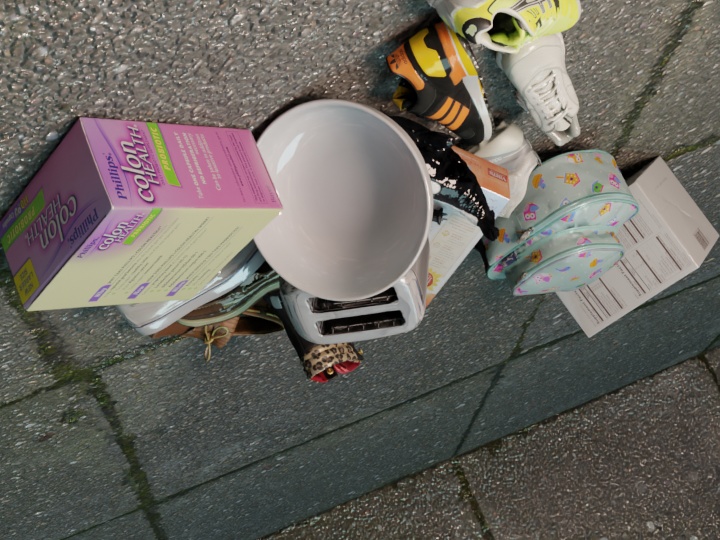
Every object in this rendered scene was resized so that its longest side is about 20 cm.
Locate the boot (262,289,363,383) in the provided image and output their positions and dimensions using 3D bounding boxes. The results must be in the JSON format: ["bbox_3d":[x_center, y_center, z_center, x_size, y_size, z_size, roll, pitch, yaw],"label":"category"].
[{"bbox_3d":[-0.048,0.062,1.505,0.073,0.151,0.200,-34,165,19],"label":"boot"}]

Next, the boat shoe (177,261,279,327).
[{"bbox_3d":[-0.136,-0.004,1.386,0.201,0.075,0.075,-25,142,-7],"label":"boat shoe"}]

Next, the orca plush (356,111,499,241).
[{"bbox_3d":[0.076,-0.107,1.215,0.105,0.200,0.071,-49,-173,-37],"label":"orca plush"}]

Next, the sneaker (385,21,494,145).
[{"bbox_3d":[0.077,-0.181,1.185,0.089,0.071,0.200,-20,156,5],"label":"sneaker"}]

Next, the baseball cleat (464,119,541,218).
[{"bbox_3d":[0.122,-0.089,1.394,0.199,0.107,0.070,-34,-172,25],"label":"baseball cleat"}]

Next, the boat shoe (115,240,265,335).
[{"bbox_3d":[-0.186,-0.008,1.309,0.199,0.072,0.066,-31,137,4],"label":"boat shoe"}]

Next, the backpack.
[{"bbox_3d":[0.264,-0.063,1.552,0.175,0.154,0.200,-1,143,-38],"label":"backpack"}]

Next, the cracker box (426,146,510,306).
[{"bbox_3d":[0.065,-0.058,1.356,0.133,0.058,0.200,22,132,-16],"label":"cracker box"}]

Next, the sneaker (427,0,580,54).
[{"bbox_3d":[0.141,-0.234,1.099,0.199,0.077,0.075,-7,152,-43],"label":"sneaker"}]

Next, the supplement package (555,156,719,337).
[{"bbox_3d":[0.385,-0.035,1.714,0.200,0.151,0.152,-38,178,33],"label":"supplement package"}]

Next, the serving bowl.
[{"bbox_3d":[-0.015,-0.075,1.177,0.199,0.201,0.066,-35,-179,26],"label":"serving bowl"}]

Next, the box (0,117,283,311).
[{"bbox_3d":[-0.210,-0.051,1.122,0.199,0.097,0.176,-4,152,-46],"label":"box"}]

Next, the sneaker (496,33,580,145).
[{"bbox_3d":[0.199,-0.197,1.258,0.075,0.082,0.200,-27,159,12],"label":"sneaker"}]

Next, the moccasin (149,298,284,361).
[{"bbox_3d":[-0.179,0.065,1.475,0.200,0.078,0.074,-1,150,-48],"label":"moccasin"}]

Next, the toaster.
[{"bbox_3d":[0.000,0.000,1.286,0.198,0.130,0.114,-7,134,11],"label":"toaster"}]
